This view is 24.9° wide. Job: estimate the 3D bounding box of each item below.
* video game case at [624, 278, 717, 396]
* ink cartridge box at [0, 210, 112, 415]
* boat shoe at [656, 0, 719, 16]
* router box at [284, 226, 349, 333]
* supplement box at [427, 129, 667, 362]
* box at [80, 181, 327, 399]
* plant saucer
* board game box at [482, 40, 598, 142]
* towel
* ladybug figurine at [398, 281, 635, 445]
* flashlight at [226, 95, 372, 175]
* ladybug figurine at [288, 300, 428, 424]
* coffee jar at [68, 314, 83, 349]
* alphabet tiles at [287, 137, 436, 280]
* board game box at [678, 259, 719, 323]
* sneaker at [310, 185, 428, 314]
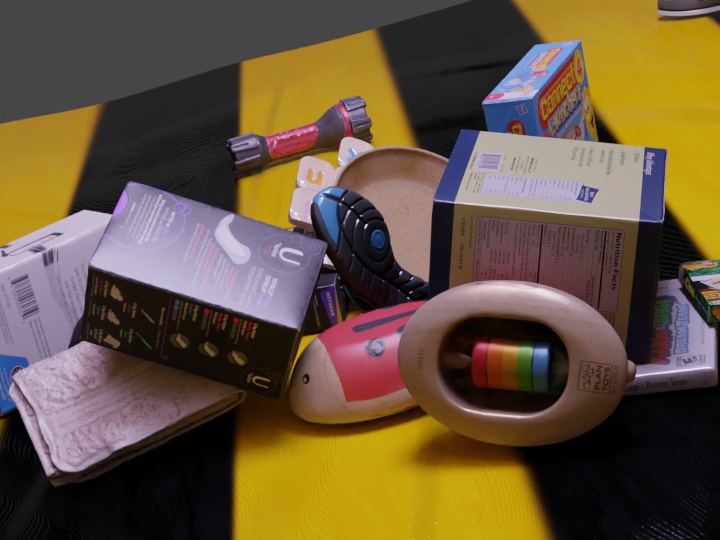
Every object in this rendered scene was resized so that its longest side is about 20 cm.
[{"bbox_3d":[0.237,0.063,1.504,0.181,0.024,0.200,-7,22,15],"label":"video game case"},{"bbox_3d":[-0.333,0.041,1.728,0.199,0.147,0.084,-27,23,-34],"label":"ink cartridge box"},{"bbox_3d":[0.553,-0.433,2.514,0.200,0.061,0.072,-7,22,14],"label":"boat shoe"},{"bbox_3d":[-0.089,0.011,1.786,0.156,0.053,0.200,-9,21,9],"label":"router box"},{"bbox_3d":[0.173,-0.028,1.492,0.198,0.135,0.200,6,24,9],"label":"supplement box"},{"bbox_3d":[-0.145,0.019,1.512,0.199,0.106,0.123,17,46,1],"label":"box"},{"bbox_3d":[0.060,-0.047,1.746,0.199,0.036,0.201,12,49,-14],"label":"plant saucer"},{"bbox_3d":[0.202,-0.122,1.751,0.055,0.197,0.200,-3,24,25],"label":"board game box"},{"bbox_3d":[-0.222,0.111,1.533,0.199,0.035,0.133,-26,57,-12],"label":"towel"},{"bbox_3d":[0.133,0.077,1.376,0.198,0.137,0.072,8,6,17],"label":"ladybug figurine"},{"bbox_3d":[-0.084,-0.186,2.263,0.199,0.068,0.068,-16,24,-11],"label":"flashlight"},{"bbox_3d":[0.025,0.080,1.519,0.199,0.072,0.136,-18,21,-13],"label":"ladybug figurine"},{"bbox_3d":[-0.193,0.067,1.656,0.199,0.086,0.104,-3,33,25],"label":"coffee jar"},{"bbox_3d":[0.022,-0.060,1.776,0.199,0.015,0.196,17,47,-9],"label":"alphabet tiles"},{"bbox_3d":[0.404,0.010,1.506,0.198,0.024,0.105,-6,19,-4],"label":"board game box"},{"bbox_3d":[0.000,0.000,1.589,0.082,0.200,0.073,2,48,45],"label":"sneaker"}]
